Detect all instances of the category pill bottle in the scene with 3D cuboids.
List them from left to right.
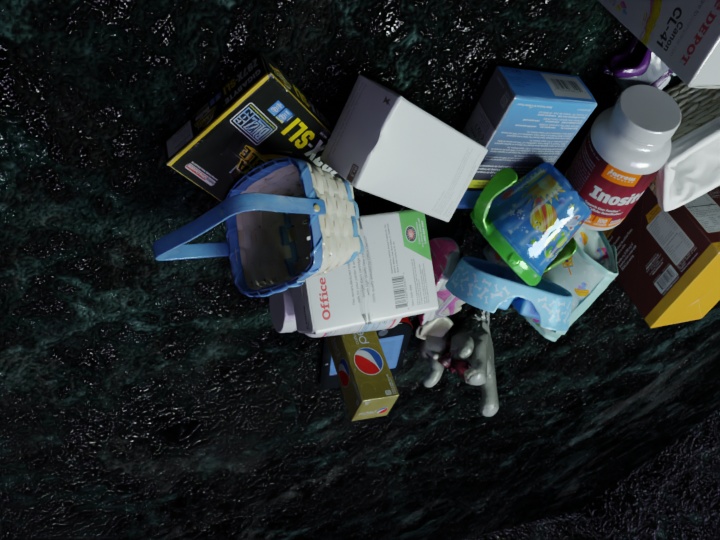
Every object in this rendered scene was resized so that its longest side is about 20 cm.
[{"bbox_3d":[-0.037,0.045,0.971,0.195,0.110,0.110,-3,140,-25],"label":"pill bottle"},{"bbox_3d":[0.368,-0.158,0.895,0.110,0.115,0.202,-14,151,-13],"label":"pill bottle"}]

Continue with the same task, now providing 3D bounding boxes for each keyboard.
[{"bbox_3d":[0.135,-0.040,1.038,0.124,0.021,0.202,-5,141,-15],"label":"keyboard"}]

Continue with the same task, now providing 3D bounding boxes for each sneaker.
[{"bbox_3d":[0.141,0.012,1.031,0.086,0.083,0.202,-9,150,-10],"label":"sneaker"},{"bbox_3d":[0.412,-0.313,0.806,0.086,0.076,0.201,16,130,-35],"label":"sneaker"}]

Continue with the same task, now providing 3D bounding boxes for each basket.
[{"bbox_3d":[-0.108,-0.045,0.691,0.174,0.143,0.198,-17,176,39],"label":"basket"},{"bbox_3d":[0.517,-0.211,0.947,0.197,0.125,0.136,-30,144,8],"label":"basket"}]

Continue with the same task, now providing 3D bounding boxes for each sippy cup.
[{"bbox_3d":[0.243,-0.073,0.871,0.130,0.140,0.177,-44,166,16],"label":"sippy cup"}]

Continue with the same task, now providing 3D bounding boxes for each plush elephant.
[{"bbox_3d":[0.179,0.168,1.222,0.151,0.205,0.165,-8,148,20],"label":"plush elephant"}]

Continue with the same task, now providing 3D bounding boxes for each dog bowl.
[{"bbox_3d":[0.225,0.031,0.926,0.195,0.112,0.051,16,106,-8],"label":"dog bowl"}]

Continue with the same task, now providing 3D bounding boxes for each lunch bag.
[{"bbox_3d":[0.317,-0.012,1.020,0.119,0.203,0.172,5,136,-32],"label":"lunch bag"}]

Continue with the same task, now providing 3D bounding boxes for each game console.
[{"bbox_3d":[0.008,0.163,1.213,0.172,0.031,0.203,-12,142,-17],"label":"game console"}]

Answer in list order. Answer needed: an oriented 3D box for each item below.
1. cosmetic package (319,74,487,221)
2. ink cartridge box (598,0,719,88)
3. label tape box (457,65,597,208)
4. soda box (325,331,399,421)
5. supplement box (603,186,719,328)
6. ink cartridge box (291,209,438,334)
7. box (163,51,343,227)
[{"bbox_3d":[0.058,-0.143,0.769,0.198,0.081,0.115,16,109,-48],"label":"cosmetic package"},{"bbox_3d":[0.351,-0.314,0.657,0.083,0.203,0.149,-7,141,-21],"label":"ink cartridge box"},{"bbox_3d":[0.210,-0.176,0.870,0.140,0.067,0.201,-4,146,-25],"label":"label tape box"},{"bbox_3d":[-0.006,0.137,1.024,0.066,0.203,0.065,-3,141,-24],"label":"soda box"},{"bbox_3d":[0.558,-0.045,1.110,0.129,0.203,0.200,-6,141,-22],"label":"supplement box"},{"bbox_3d":[0.000,0.000,0.885,0.195,0.150,0.084,-8,180,-25],"label":"ink cartridge box"},{"bbox_3d":[-0.110,-0.139,0.753,0.158,0.050,0.199,-36,142,14],"label":"box"}]
